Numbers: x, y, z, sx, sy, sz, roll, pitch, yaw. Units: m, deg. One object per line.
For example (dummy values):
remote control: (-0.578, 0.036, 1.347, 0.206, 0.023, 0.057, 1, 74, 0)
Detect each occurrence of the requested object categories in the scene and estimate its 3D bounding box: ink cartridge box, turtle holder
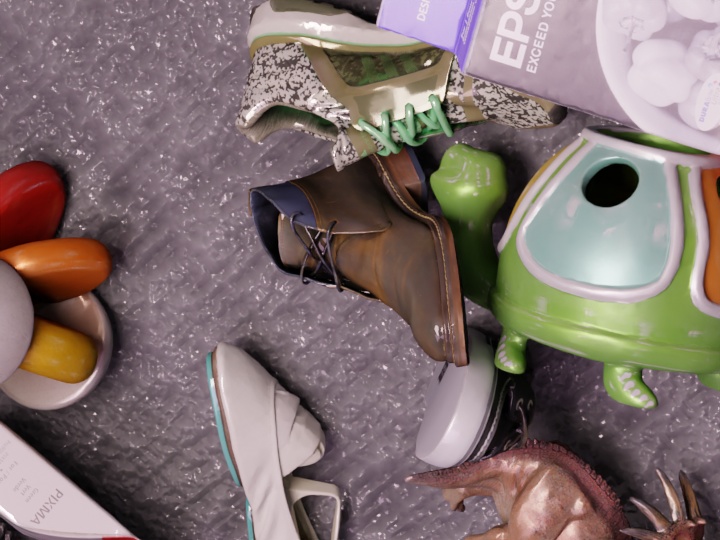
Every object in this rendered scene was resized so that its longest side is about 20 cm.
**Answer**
ink cartridge box: (-0.180, 0.162, 1.853, 0.200, 0.050, 0.161, 42, 171, 1)
turtle holder: (0.137, -0.011, 1.615, 0.185, 0.140, 0.133, 27, 111, 55)
ink cartridge box: (0.121, -0.183, 1.518, 0.199, 0.043, 0.199, 18, 108, 7)

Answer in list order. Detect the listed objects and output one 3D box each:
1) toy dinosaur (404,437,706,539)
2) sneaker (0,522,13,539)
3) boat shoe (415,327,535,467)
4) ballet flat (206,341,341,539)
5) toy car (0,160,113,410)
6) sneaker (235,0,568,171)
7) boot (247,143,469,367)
toy dinosaur: (0.125, 0.144, 1.711, 0.200, 0.086, 0.135, 40, 127, -16)
sneaker: (-0.257, 0.228, 1.958, 0.093, 0.071, 0.200, -3, 132, 35)
boat shoe: (0.070, 0.073, 1.656, 0.056, 0.200, 0.069, 26, 100, -2)
ballet flat: (-0.047, 0.125, 1.821, 0.069, 0.070, 0.201, 5, 124, 24)
toy car: (-0.242, -0.004, 1.795, 0.199, 0.175, 0.151, 12, 87, 19)
sneaker: (0.018, -0.087, 1.631, 0.199, 0.089, 0.077, 9, 155, 26)
boot: (0.000, 0.000, 1.621, 0.096, 0.200, 0.075, -10, 119, -7)
